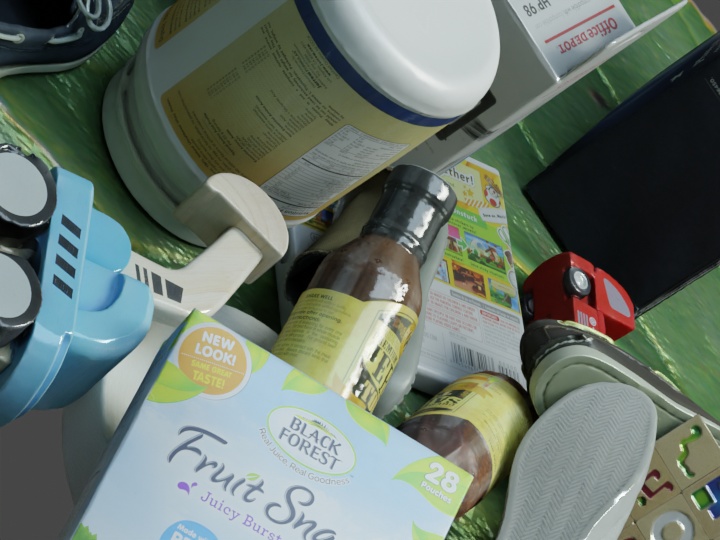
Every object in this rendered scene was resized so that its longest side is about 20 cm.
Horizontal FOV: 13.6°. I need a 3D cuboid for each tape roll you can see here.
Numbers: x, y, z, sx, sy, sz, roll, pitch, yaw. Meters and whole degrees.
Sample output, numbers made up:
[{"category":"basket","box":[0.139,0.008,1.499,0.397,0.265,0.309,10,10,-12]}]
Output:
[{"category":"tape roll","box":[-0.072,0.111,1.615,0.202,0.037,0.204,30,44,-33]}]

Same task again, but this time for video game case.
[{"category":"video game case","box":[0.022,-0.012,1.835,0.199,0.023,0.183,22,49,-39]}]

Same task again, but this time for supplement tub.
[{"category":"supplement tub","box":[-0.036,-0.111,1.685,0.144,0.200,0.145,30,44,-33]}]

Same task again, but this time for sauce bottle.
[{"category":"sauce bottle","box":[0.047,0.106,1.704,0.066,0.066,0.200,58,20,1]},{"category":"sauce bottle","box":[-0.008,0.033,1.600,0.065,0.065,0.201,38,66,-25]}]

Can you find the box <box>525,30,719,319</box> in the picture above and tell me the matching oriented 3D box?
[{"category":"box","box":[0.246,-0.088,2.009,0.124,0.198,0.200,54,35,-1]}]

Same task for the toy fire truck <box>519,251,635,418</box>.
[{"category":"toy fire truck","box":[0.167,0.098,1.900,0.141,0.049,0.201,28,45,-34]}]

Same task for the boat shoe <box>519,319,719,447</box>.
[{"category":"boat shoe","box":[0.172,0.096,1.811,0.201,0.072,0.061,40,13,-30]}]

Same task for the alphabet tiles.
[{"category":"alphabet tiles","box":[0.185,0.190,1.764,0.167,0.199,0.006,58,-7,1]}]

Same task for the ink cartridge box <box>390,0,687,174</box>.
[{"category":"ink cartridge box","box":[0.086,-0.125,1.805,0.067,0.200,0.116,56,35,2]}]

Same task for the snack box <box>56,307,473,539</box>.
[{"category":"snack box","box":[-0.062,0.148,1.476,0.168,0.068,0.201,30,64,-8]}]

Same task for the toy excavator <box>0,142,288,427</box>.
[{"category":"toy excavator","box":[-0.135,0.009,1.542,0.199,0.100,0.195,27,46,-26]}]

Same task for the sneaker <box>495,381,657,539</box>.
[{"category":"sneaker","box":[0.112,0.166,1.721,0.073,0.116,0.200,19,53,17]}]

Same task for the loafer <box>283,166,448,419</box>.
[{"category":"loafer","box":[0.000,0.000,1.707,0.070,0.075,0.201,39,31,-24]}]

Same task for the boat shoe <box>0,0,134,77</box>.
[{"category":"boat shoe","box":[-0.178,-0.153,1.666,0.200,0.062,0.075,-20,78,-55]}]
